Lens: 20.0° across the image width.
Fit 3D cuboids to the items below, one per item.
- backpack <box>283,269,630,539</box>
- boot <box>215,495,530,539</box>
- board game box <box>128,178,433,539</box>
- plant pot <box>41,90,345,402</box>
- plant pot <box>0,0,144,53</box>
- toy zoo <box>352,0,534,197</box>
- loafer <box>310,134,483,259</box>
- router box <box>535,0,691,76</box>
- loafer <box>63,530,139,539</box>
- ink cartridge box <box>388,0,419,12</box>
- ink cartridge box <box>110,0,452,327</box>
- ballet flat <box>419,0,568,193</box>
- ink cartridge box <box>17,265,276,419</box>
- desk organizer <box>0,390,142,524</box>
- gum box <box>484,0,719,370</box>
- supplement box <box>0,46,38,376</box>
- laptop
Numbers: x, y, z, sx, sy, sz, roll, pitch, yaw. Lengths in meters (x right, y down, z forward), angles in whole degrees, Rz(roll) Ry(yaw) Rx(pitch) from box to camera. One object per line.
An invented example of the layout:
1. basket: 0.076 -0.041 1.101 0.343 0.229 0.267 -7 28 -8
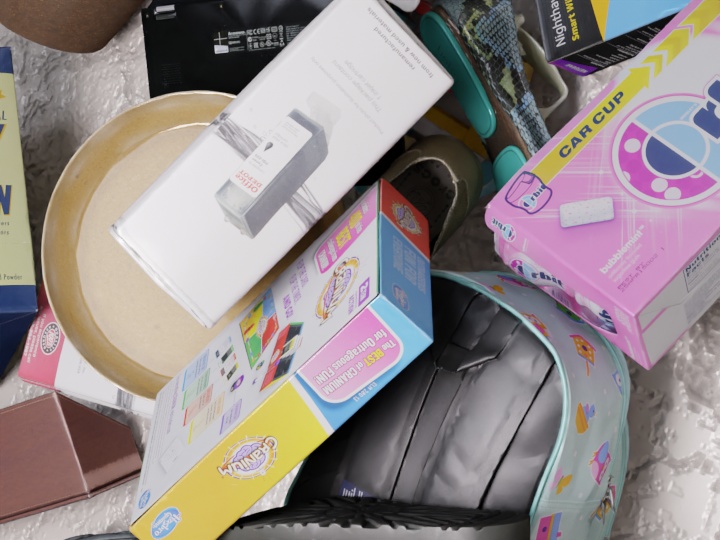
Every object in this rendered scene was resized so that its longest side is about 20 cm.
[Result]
1. backpack: 0.069 0.099 1.188 0.175 0.153 0.202 29 114 37
2. boot: 0.006 0.209 1.105 0.210 0.079 0.159 0 94 37
3. board game box: -0.043 0.056 1.145 0.200 0.040 0.153 -43 18 19
4. plant pot: -0.103 -0.013 1.301 0.198 0.027 0.202 -1 82 8
5. plant pot: -0.195 -0.266 1.474 0.187 0.186 0.201 42 120 35
6. toy zoo: 0.032 -0.108 1.348 0.200 0.020 0.132 36 102 36
7. loafer: 0.000 0.000 1.237 0.076 0.067 0.201 32 90 10
8. router box: 0.170 -0.237 1.249 0.148 0.051 0.202 -20 70 33
9. loafer: -0.135 0.211 1.375 0.199 0.070 0.069 1 81 37
10. ink cartridge box: 0.058 -0.260 1.263 0.116 0.067 0.201 35 100 38
11. ink cartridge box: -0.048 -0.068 1.202 0.200 0.146 0.085 -44 95 0
12. ballet flat: 0.106 -0.084 1.252 0.074 0.074 0.201 -26 85 30
13. ink cartridge box: -0.124 0.030 1.397 0.199 0.085 0.147 12 86 39
14. desk organizer: -0.256 0.139 1.469 0.199 0.072 0.078 -19 90 33
15. gum box: 0.175 -0.051 1.143 0.200 0.066 0.113 -45 58 -11
16. supplement box: -0.325 -0.030 1.481 0.200 0.133 0.201 134 131 -61
17. laptop: -0.038 -0.157 1.372 0.186 0.116 0.202 -3 95 28
